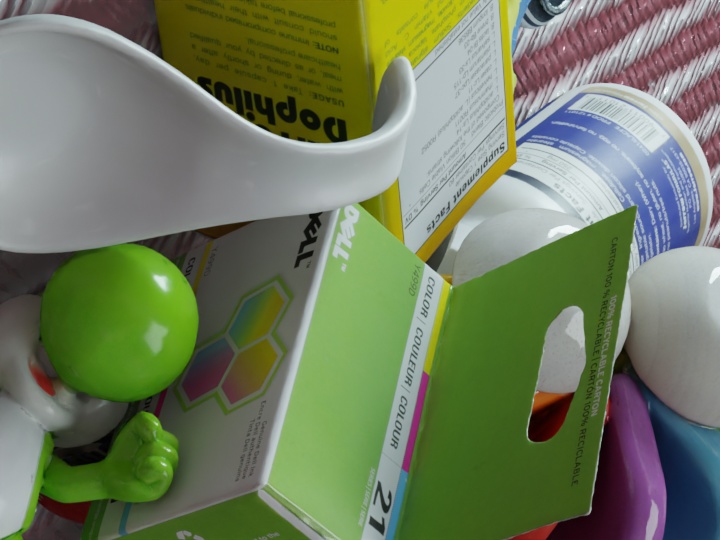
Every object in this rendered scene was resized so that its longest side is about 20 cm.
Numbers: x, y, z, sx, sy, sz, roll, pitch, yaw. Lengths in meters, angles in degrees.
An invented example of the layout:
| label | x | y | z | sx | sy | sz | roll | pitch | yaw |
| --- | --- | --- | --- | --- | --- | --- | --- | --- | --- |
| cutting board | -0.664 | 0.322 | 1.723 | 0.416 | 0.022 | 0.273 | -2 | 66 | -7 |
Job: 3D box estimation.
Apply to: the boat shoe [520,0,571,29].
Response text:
| label | x | y | z | sx | sy | sz | roll | pitch | yaw |
| --- | --- | --- | --- | --- | --- | --- | --- | --- | --- |
| boat shoe | 0.111 | -0.201 | 1.204 | 0.071 | 0.090 | 0.201 | -44 | 143 | -42 |

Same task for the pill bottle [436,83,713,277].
| label | x | y | z | sx | sy | sz | roll | pitch | yaw |
| --- | --- | --- | --- | --- | --- | --- | --- | --- | --- |
| pill bottle | 0.092 | -0.012 | 1.262 | 0.200 | 0.115 | 0.116 | -36 | 137 | -47 |

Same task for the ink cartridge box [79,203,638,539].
| label | x | y | z | sx | sy | sz | roll | pitch | yaw |
| --- | --- | --- | --- | --- | --- | --- | --- | --- | --- |
| ink cartridge box | 0.001 | 0.040 | 0.935 | 0.076 | 0.199 | 0.149 | 39 | 46 | -29 |

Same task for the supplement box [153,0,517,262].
| label | x | y | z | sx | sy | sz | roll | pitch | yaw |
| --- | --- | --- | --- | --- | --- | --- | --- | --- | --- |
| supplement box | -0.011 | -0.108 | 1.013 | 0.109 | 0.109 | 0.201 | -47 | 144 | -39 |

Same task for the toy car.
| label | x | y | z | sx | sy | sz | roll | pitch | yaw |
| --- | --- | --- | --- | --- | --- | --- | --- | --- | --- |
| toy car | 0.090 | 0.075 | 1.076 | 0.175 | 0.199 | 0.151 | -46 | -142 | 51 |

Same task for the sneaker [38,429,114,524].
| label | x | y | z | sx | sy | sz | roll | pitch | yaw |
| --- | --- | --- | --- | --- | --- | --- | --- | --- | --- |
| sneaker | -0.084 | 0.121 | 1.063 | 0.085 | 0.077 | 0.200 | -64 | 152 | -3 |

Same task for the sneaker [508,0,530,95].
| label | x | y | z | sx | sy | sz | roll | pitch | yaw |
| --- | --- | --- | --- | --- | --- | --- | --- | --- | --- |
| sneaker | 0.041 | -0.162 | 1.135 | 0.200 | 0.075 | 0.106 | 77 | 28 | -57 |

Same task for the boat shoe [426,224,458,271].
| label | x | y | z | sx | sy | sz | roll | pitch | yaw |
| --- | --- | --- | --- | --- | --- | --- | --- | --- | --- |
| boat shoe | 0.000 | 0.000 | 1.150 | 0.057 | 0.066 | 0.201 | -25 | 131 | -61 |

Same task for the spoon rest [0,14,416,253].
| label | x | y | z | sx | sy | sz | roll | pitch | yaw |
| --- | --- | --- | --- | --- | --- | --- | --- | --- | --- |
| spoon rest | -0.070 | -0.050 | 0.899 | 0.198 | 0.061 | 0.100 | -3 | 126 | -20 |

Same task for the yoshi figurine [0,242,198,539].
| label | x | y | z | sx | sy | sz | roll | pitch | yaw |
| --- | --- | --- | --- | --- | --- | --- | --- | --- | --- |
| yoshi figurine | -0.127 | 0.058 | 0.908 | 0.200 | 0.111 | 0.113 | -56 | 143 | -33 |
